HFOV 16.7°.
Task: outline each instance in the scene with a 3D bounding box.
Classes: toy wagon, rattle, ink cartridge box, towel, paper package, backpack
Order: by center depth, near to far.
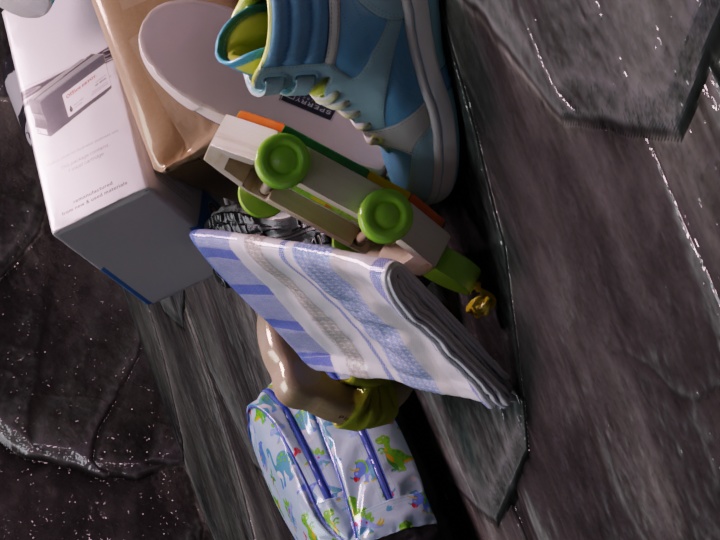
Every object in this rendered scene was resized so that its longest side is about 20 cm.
[{"bbox_3d":[-0.002,-0.033,1.502,0.200,0.040,0.155,28,172,-4],"label":"toy wagon"},{"bbox_3d":[-0.007,0.030,1.553,0.200,0.024,0.147,10,151,47],"label":"towel"},{"bbox_3d":[0.000,0.000,1.723,0.143,0.130,0.200,108,171,-54],"label":"rattle"},{"bbox_3d":[-0.105,-0.162,1.733,0.200,0.103,0.191,68,-168,12],"label":"paper package"},{"bbox_3d":[-0.173,-0.097,1.767,0.145,0.084,0.200,42,-153,-57],"label":"ink cartridge box"},{"bbox_3d":[-0.004,0.159,1.858,0.163,0.154,0.200,81,-179,-67],"label":"backpack"}]

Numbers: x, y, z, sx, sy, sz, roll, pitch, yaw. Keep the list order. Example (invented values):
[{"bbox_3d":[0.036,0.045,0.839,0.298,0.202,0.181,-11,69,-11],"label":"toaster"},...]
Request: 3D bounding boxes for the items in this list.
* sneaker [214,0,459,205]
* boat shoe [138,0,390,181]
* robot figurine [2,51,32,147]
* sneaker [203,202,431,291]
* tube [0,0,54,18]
[{"bbox_3d":[-0.016,-0.111,1.446,0.080,0.130,0.200,-124,18,-53],"label":"sneaker"},{"bbox_3d":[-0.052,-0.099,1.579,0.200,0.075,0.093,29,162,11],"label":"boat shoe"},{"bbox_3d":[-0.387,-0.226,3.126,0.150,0.125,0.200,35,-157,-49],"label":"robot figurine"},{"bbox_3d":[-0.018,-0.023,1.670,0.200,0.079,0.074,8,114,45],"label":"sneaker"},{"bbox_3d":[-0.209,-0.269,1.743,0.077,0.050,0.200,51,-134,-40],"label":"tube"}]
